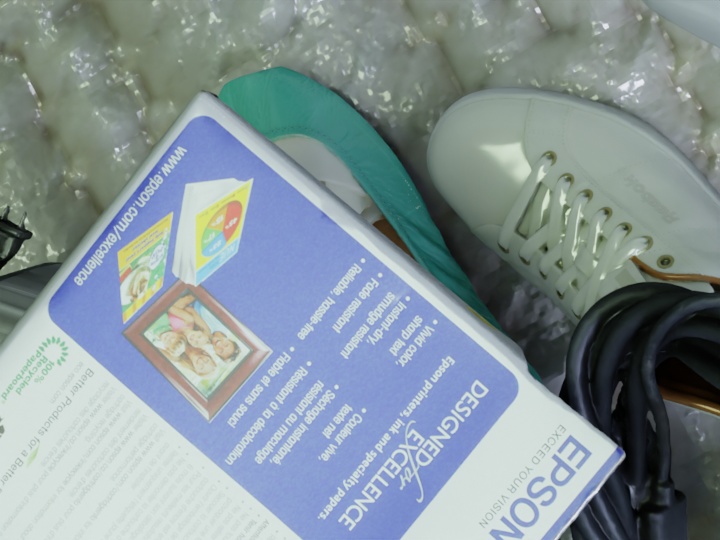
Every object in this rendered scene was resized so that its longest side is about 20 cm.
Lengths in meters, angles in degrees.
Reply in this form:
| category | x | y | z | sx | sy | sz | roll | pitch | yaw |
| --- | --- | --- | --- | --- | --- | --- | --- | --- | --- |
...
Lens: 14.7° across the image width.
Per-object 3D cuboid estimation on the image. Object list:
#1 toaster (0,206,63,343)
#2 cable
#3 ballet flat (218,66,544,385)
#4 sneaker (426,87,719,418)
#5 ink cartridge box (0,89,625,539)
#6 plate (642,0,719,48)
| category | x | y | z | sx | sy | sz | roll | pitch | yaw |
| --- | --- | --- | --- | --- | --- | --- | --- | --- | --- |
| toaster | -0.101 | 0.082 | 1.132 | 0.129 | 0.114 | 0.201 | 15 | 104 | 21 |
| cable | 0.120 | 0.097 | 0.948 | 0.163 | 0.051 | 0.200 | -127 | 32 | -47 |
| ballet flat | 0.000 | 0.000 | 1.089 | 0.067 | 0.070 | 0.200 | -43 | 78 | 26 |
| sneaker | 0.100 | -0.006 | 1.032 | 0.200 | 0.085 | 0.073 | 32 | 113 | 20 |
| ink cartridge box | -0.040 | 0.074 | 0.991 | 0.200 | 0.047 | 0.198 | 41 | 97 | 9 |
| plate | 0.214 | -0.137 | 0.982 | 0.200 | 0.032 | 0.200 | 33 | 112 | 19 |
